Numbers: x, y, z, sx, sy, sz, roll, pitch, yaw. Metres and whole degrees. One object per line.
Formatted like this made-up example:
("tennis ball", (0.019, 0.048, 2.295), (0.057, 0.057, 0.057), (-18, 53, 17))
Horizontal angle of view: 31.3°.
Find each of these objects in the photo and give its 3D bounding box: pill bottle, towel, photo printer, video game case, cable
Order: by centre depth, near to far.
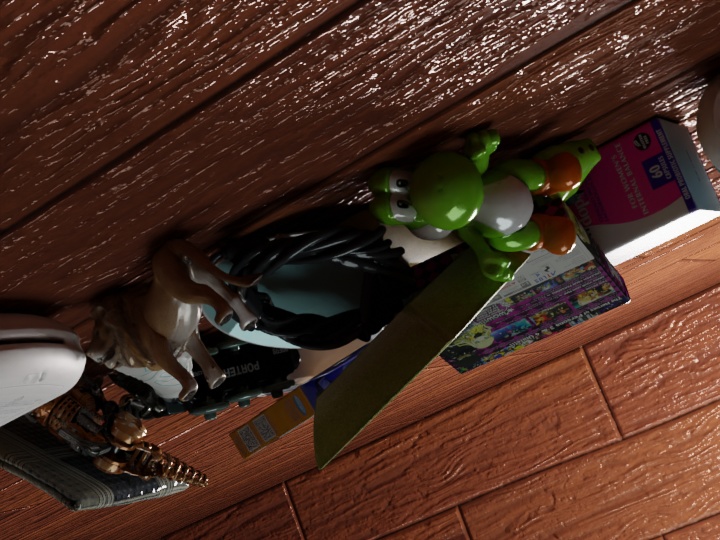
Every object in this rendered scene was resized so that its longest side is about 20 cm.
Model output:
("photo printer", (-0.332, 0.095, 1.035), (0.198, 0.070, 0.166), (-27, 167, 20))
("cable", (-0.033, 0.012, 1.096), (0.161, 0.051, 0.200), (-21, 150, 15))
("pill bottle", (0.374, -0.133, 1.198), (0.110, 0.112, 0.200), (-25, 168, 19))
("video game case", (0.144, 0.021, 1.257), (0.198, 0.036, 0.181), (-25, 144, 19))
("towel", (-0.305, 0.195, 1.325), (0.192, 0.198, 0.035), (4, 108, -64))

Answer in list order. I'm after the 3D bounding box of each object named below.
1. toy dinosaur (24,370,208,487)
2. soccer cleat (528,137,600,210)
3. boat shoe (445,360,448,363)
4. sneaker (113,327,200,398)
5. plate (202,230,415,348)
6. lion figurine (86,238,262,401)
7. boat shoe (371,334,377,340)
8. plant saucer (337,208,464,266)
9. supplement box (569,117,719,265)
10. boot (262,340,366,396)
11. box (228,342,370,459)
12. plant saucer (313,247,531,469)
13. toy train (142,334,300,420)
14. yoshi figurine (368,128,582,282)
("toy dinosaur", (-0.248, 0.164, 1.272), (0.102, 0.201, 0.136), (-36, -167, 6))
("soccer cleat", (0.170, -0.060, 1.251), (0.080, 0.068, 0.200), (-23, 164, -27))
("boat shoe", (0.165, 0.031, 1.411), (0.200, 0.066, 0.075), (-56, 178, -23))
("sneaker", (-0.198, 0.074, 1.220), (0.079, 0.071, 0.201), (-9, 159, -13))
("plate", (-0.049, 0.013, 1.163), (0.197, 0.026, 0.201), (-5, 148, -3))
("lion figurine", (-0.151, 0.027, 1.035), (0.072, 0.123, 0.201), (-25, 158, -47))
("boat shoe", (0.021, 0.046, 1.467), (0.071, 0.072, 0.199), (18, 178, 33))
("plant saucer", (0.000, 0.000, 1.270), (0.199, 0.049, 0.199), (-30, 167, 33))
("supplement box", (0.251, -0.062, 1.314), (0.199, 0.102, 0.103), (-29, 166, 28))
("boot", (-0.074, 0.111, 1.608), (0.197, 0.074, 0.090), (-13, 175, -3))
("box", (-0.057, 0.147, 1.463), (0.118, 0.042, 0.199), (-29, 177, -40))
("plant saucer", (0.043, 0.064, 1.139), (0.200, 0.048, 0.200), (-48, 175, 34))
("toy train", (-0.160, 0.117, 1.437), (0.113, 0.087, 0.199), (-14, 179, 41))
("yoshi figurine", (0.104, -0.058, 1.068), (0.198, 0.113, 0.113), (0, 138, -32))
